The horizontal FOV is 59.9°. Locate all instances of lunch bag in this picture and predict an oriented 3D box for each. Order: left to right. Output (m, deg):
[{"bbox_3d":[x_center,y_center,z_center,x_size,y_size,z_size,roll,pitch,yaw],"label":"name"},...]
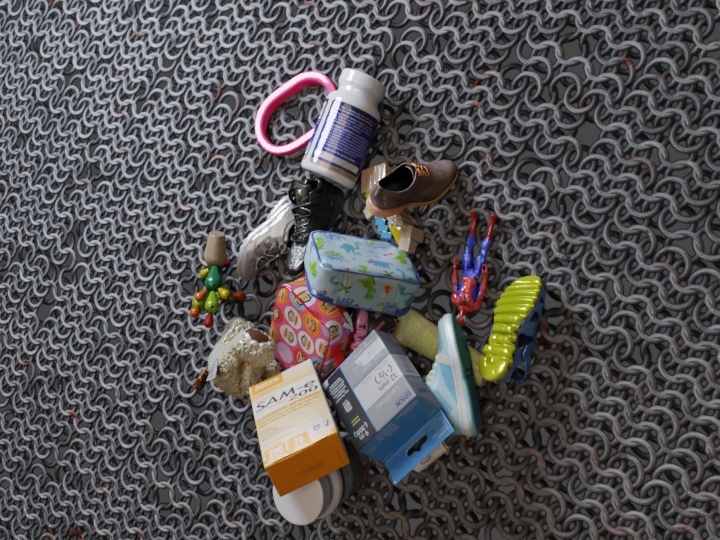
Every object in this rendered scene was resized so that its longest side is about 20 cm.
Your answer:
[{"bbox_3d":[-0.088,0.128,1.151,0.176,0.081,0.202,44,138,24],"label":"lunch bag"},{"bbox_3d":[0.000,0.000,1.104,0.162,0.195,0.084,-112,36,-56],"label":"lunch bag"}]

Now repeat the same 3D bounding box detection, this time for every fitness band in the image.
[{"bbox_3d":[-0.130,-0.320,1.288,0.197,0.037,0.146,-29,74,16],"label":"fitness band"}]

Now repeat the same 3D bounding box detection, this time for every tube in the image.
[{"bbox_3d":[0.144,0.136,1.124,0.197,0.052,0.058,28,68,25],"label":"tube"}]

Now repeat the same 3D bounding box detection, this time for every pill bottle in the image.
[{"bbox_3d":[-0.066,0.363,1.097,0.111,0.199,0.117,0,89,22],"label":"pill bottle"},{"bbox_3d":[-0.028,-0.270,1.198,0.114,0.115,0.204,24,94,22],"label":"pill bottle"}]

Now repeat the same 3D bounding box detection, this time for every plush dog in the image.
[{"bbox_3d":[-0.204,0.203,1.179,0.171,0.199,0.162,41,78,-20],"label":"plush dog"}]

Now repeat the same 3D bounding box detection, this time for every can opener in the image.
[{"bbox_3d":[0.149,0.282,1.094,0.199,0.067,0.054,-42,72,13],"label":"can opener"}]

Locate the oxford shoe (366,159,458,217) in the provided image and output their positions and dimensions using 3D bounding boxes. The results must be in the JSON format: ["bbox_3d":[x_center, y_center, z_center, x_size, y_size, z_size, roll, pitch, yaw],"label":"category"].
[{"bbox_3d":[0.103,-0.158,1.110,0.197,0.073,0.072,-28,68,-26],"label":"oxford shoe"}]

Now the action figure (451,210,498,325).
[{"bbox_3d":[0.199,-0.002,1.116,0.064,0.052,0.206,11,91,19],"label":"action figure"}]

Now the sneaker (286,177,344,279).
[{"bbox_3d":[-0.107,-0.090,1.175,0.075,0.114,0.203,10,69,40],"label":"sneaker"}]

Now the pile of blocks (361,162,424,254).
[{"bbox_3d":[0.060,-0.107,1.175,0.081,0.062,0.204,-35,60,27],"label":"pile of blocks"}]

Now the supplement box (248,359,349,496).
[{"bbox_3d":[-0.106,0.251,1.030,0.124,0.075,0.201,-24,30,-6],"label":"supplement box"}]

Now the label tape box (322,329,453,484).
[{"bbox_3d":[0.040,0.223,1.029,0.143,0.066,0.202,-46,55,18],"label":"label tape box"}]

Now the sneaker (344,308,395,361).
[{"bbox_3d":[0.018,0.167,1.157,0.093,0.079,0.205,8,106,-12],"label":"sneaker"}]

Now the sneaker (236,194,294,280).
[{"bbox_3d":[-0.175,-0.055,1.256,0.082,0.074,0.201,41,99,22],"label":"sneaker"}]

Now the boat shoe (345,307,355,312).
[{"bbox_3d":[-0.022,0.042,1.194,0.197,0.072,0.062,18,134,11],"label":"boat shoe"}]

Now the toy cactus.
[{"bbox_3d":[-0.283,0.009,1.242,0.099,0.201,0.169,9,112,-3],"label":"toy cactus"}]

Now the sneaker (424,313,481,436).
[{"bbox_3d":[0.124,0.183,1.058,0.128,0.079,0.205,-14,76,23],"label":"sneaker"}]

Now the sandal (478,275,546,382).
[{"bbox_3d":[0.269,0.106,1.064,0.079,0.086,0.203,9,69,57],"label":"sandal"}]
